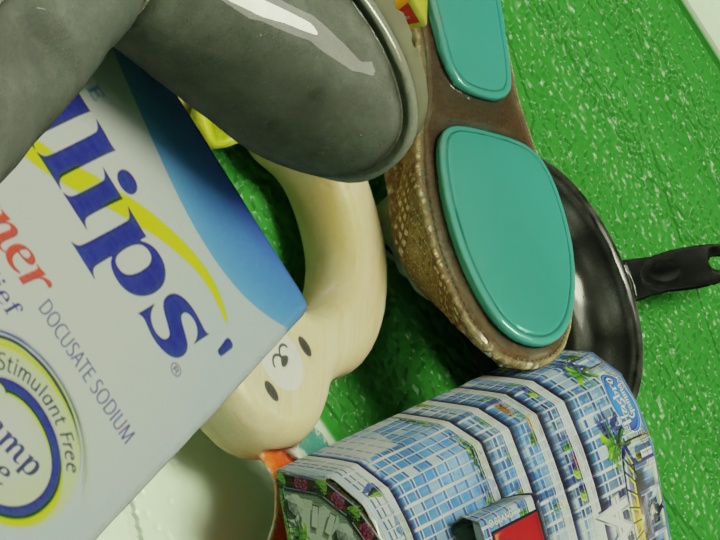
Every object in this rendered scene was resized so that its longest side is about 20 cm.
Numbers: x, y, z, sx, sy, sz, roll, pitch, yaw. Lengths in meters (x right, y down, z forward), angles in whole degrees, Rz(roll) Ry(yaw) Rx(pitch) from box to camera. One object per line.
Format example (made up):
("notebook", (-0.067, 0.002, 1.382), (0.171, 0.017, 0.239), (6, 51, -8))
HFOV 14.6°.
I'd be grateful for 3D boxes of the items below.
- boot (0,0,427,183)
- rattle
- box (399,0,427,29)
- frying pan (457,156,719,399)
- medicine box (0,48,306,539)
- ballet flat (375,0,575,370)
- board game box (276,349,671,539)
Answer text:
("boot", (-0.081, -0.048, 0.722), (0.182, 0.073, 0.200), (42, 35, -9))
("rattle", (0.000, 0.000, 0.916), (0.130, 0.142, 0.201), (43, 34, -55))
("box", (-0.042, -0.147, 0.932), (0.200, 0.075, 0.050), (54, 33, -56))
("frying pan", (0.084, -0.006, 1.102), (0.115, 0.031, 0.190), (59, 35, -11))
("medicine box", (-0.138, -0.003, 0.773), (0.183, 0.103, 0.200), (58, 39, -12))
("ballet flat", (0.029, -0.042, 1.018), (0.070, 0.065, 0.201), (17, 50, -35))
("board game box", (0.042, 0.147, 0.918), (0.199, 0.061, 0.201), (-22, 105, -49))
